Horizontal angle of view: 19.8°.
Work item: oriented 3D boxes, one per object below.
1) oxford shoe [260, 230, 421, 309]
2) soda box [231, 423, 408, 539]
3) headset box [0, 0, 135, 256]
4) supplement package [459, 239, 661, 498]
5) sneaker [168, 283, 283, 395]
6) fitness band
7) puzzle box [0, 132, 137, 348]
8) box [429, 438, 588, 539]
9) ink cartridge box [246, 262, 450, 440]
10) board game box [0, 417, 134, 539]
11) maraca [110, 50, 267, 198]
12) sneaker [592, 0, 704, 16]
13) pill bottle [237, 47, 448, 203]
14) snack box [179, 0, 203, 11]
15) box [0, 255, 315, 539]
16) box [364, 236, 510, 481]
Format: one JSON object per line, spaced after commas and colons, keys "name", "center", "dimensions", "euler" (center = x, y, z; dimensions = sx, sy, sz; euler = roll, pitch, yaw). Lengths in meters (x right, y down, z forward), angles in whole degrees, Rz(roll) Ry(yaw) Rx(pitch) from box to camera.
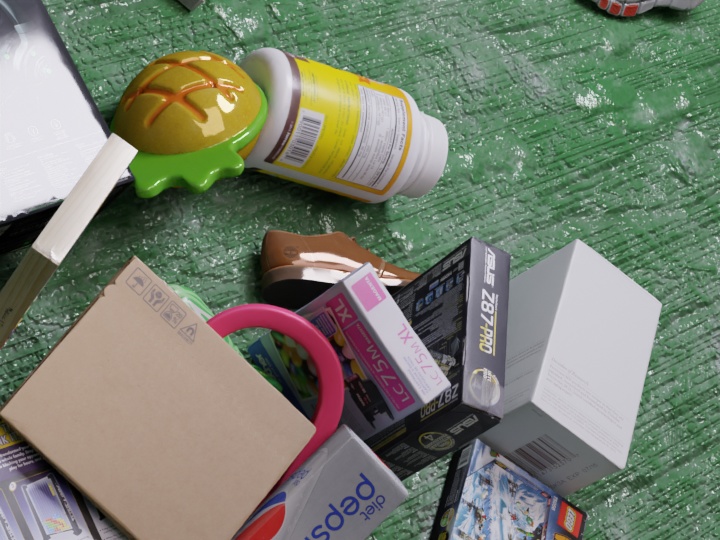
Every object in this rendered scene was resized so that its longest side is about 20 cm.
{"name": "oxford shoe", "center": [0.000, 0.000, 1.847], "dimensions": [0.199, 0.071, 0.072], "euler": [13, 54, -33]}
{"name": "soda box", "center": [-0.058, 0.215, 1.602], "dimensions": [0.200, 0.063, 0.068], "euler": [-44, 98, -1]}
{"name": "headset box", "center": [-0.307, -0.118, 1.642], "dimensions": [0.174, 0.093, 0.201], "euler": [-23, 82, -44]}
{"name": "supplement package", "center": [0.186, 0.095, 1.911], "dimensions": [0.117, 0.117, 0.201], "euler": [35, 49, -18]}
{"name": "sneaker", "center": [-0.104, 0.092, 1.698], "dimensions": [0.074, 0.083, 0.201], "euler": [-30, 86, -44]}
{"name": "fitness band", "center": [-0.098, 0.123, 1.636], "dimensions": [0.143, 0.037, 0.201], "euler": [30, 93, -11]}
{"name": "puzzle box", "center": [-0.242, -0.004, 1.559], "dimensions": [0.025, 0.200, 0.133], "euler": [34, 49, -7]}
{"name": "box", "center": [0.122, 0.267, 1.816], "dimensions": [0.136, 0.040, 0.201], "euler": [35, 49, -18]}
{"name": "ink cartridge box", "center": [-0.020, 0.083, 1.694], "dimensions": [0.042, 0.200, 0.120], "euler": [-34, 89, -35]}
{"name": "board game box", "center": [-0.245, 0.191, 1.547], "dimensions": [0.199, 0.057, 0.166], "euler": [-16, 75, -43]}
{"name": "maraca", "center": [-0.148, -0.117, 1.743], "dimensions": [0.201, 0.136, 0.108], "euler": [-85, 165, -57]}
{"name": "sneaker", "center": [0.305, -0.334, 2.298], "dimensions": [0.199, 0.077, 0.082], "euler": [2, 38, -40]}
{"name": "pill bottle", "center": [-0.021, -0.126, 1.869], "dimensions": [0.199, 0.109, 0.110], "euler": [15, 58, -33]}
{"name": "snack box", "center": [-0.141, -0.331, 1.945], "dimensions": [0.072, 0.024, 0.201], "euler": [39, 48, -14]}
{"name": "box", "center": [-0.153, 0.116, 1.572], "dimensions": [0.200, 0.021, 0.164], "euler": [44, 69, -11]}
{"name": "box", "center": [0.049, 0.085, 1.746], "dimensions": [0.049, 0.200, 0.162], "euler": [25, 52, -24]}
